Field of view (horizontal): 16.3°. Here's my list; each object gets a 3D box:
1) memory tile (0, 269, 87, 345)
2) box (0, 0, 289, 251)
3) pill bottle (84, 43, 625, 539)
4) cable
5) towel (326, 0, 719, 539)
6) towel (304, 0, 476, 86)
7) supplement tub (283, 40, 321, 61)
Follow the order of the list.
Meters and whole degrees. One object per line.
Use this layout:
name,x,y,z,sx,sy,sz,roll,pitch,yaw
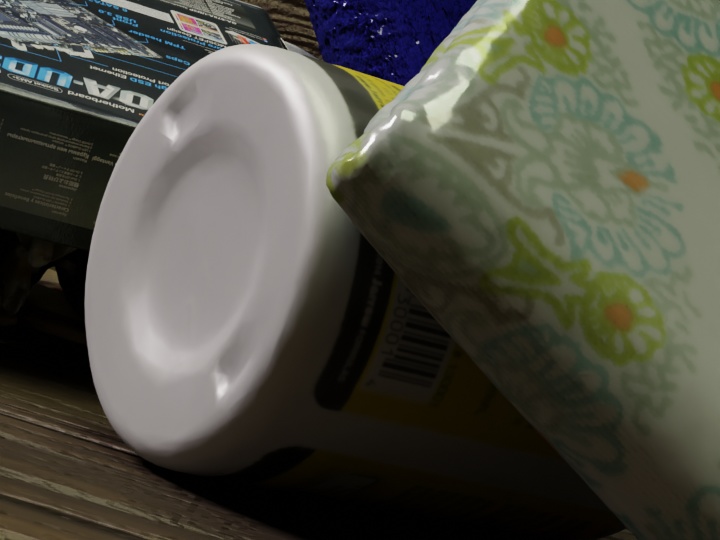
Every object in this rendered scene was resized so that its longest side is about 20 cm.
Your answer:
memory tile,-0.177,-0.011,0.910,0.152,0.017,0.200,15,4,-35
box,-0.108,-0.063,0.807,0.199,0.046,0.159,15,22,-23
pill bottle,0.033,0.015,0.705,0.199,0.115,0.114,15,4,-36
cable,-0.099,-0.044,0.878,0.097,0.050,0.201,23,32,-19
towel,0.091,-0.013,0.658,0.171,0.048,0.200,45,42,-6
towel,0.041,-0.033,0.956,0.049,0.201,0.148,-21,-6,13
supplement tub,-0.049,-0.036,1.046,0.122,0.124,0.200,17,4,0
